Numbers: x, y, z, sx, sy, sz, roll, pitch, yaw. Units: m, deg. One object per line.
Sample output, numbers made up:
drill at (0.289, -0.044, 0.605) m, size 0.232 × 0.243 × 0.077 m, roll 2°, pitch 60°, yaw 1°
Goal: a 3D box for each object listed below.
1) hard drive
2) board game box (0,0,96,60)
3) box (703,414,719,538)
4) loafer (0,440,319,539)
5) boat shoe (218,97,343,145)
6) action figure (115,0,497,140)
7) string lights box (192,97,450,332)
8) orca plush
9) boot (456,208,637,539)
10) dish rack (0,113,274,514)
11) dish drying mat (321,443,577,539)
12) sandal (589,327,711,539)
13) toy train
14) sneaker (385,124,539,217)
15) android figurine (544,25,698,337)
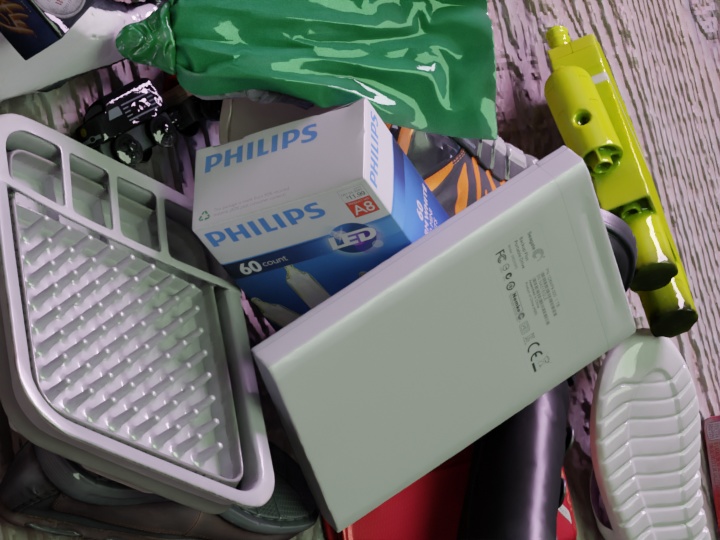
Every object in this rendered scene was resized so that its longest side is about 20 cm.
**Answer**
hard drive at (0.047, 0.037, 1.537) m, size 0.200 × 0.027 × 0.132 m, roll -33°, pitch 133°, yaw -13°
board game box at (-0.148, -0.216, 1.438) m, size 0.136 × 0.035 × 0.200 m, roll 49°, pitch 48°, yaw -15°
box at (0.300, 0.184, 1.886) m, size 0.100 × 0.095 × 0.201 m, roll 0°, pitch 80°, yaw -45°
loafer at (-0.107, 0.113, 1.516) m, size 0.200 × 0.063 × 0.072 m, roll 16°, pitch 43°, yaw -48°
boat shoe at (-0.021, -0.134, 1.596) m, size 0.072 × 0.063 × 0.201 m, roll 24°, pitch 80°, yaw -3°
action figure at (-0.030, -0.123, 1.529) m, size 0.199 × 0.055 × 0.119 m, roll -1°, pitch 78°, yaw -16°
string lights box at (0.000, 0.000, 1.570) m, size 0.200 × 0.102 × 0.059 m, roll 52°, pitch 30°, yaw -45°
orca plush at (-0.170, -0.140, 1.496) m, size 0.200 × 0.105 × 0.071 m, roll -26°, pitch 68°, yaw -44°
boot at (0.099, 0.085, 1.639) m, size 0.065 × 0.165 × 0.200 m, roll 17°, pitch 54°, yaw -2°
dish rack at (-0.127, 0.029, 1.470) m, size 0.171 × 0.044 × 0.200 m, roll 27°, pitch 37°, yaw -40°
dish drying mat at (0.054, 0.142, 1.696) m, size 0.200 × 0.018 × 0.077 m, roll -11°, pitch 89°, yaw -47°
sandal at (0.172, 0.134, 1.804) m, size 0.082 × 0.050 × 0.203 m, roll -20°, pitch 108°, yaw -33°
toy train at (-0.085, -0.104, 1.603) m, size 0.200 × 0.034 × 0.046 m, roll -33°, pitch 93°, yaw -45°
sneaker at (0.058, -0.022, 1.712) m, size 0.200 × 0.077 × 0.112 m, roll 30°, pitch 74°, yaw -45°
android figurine at (0.155, -0.061, 1.782) m, size 0.182 × 0.041 × 0.200 m, roll 56°, pitch 13°, yaw -58°
